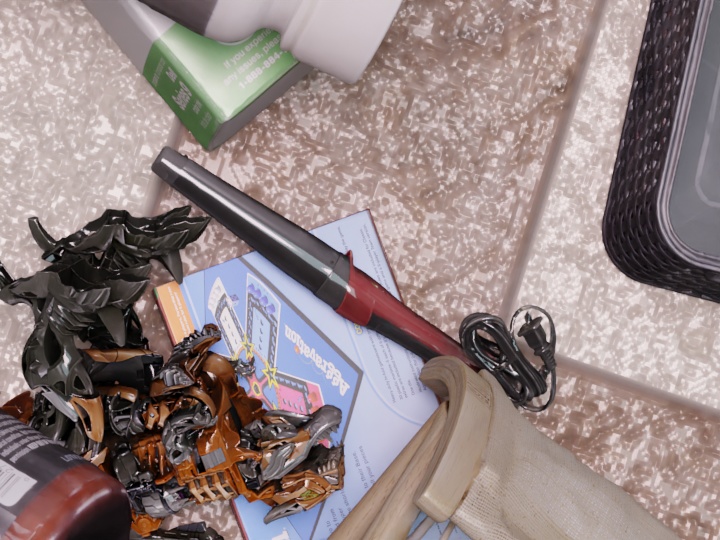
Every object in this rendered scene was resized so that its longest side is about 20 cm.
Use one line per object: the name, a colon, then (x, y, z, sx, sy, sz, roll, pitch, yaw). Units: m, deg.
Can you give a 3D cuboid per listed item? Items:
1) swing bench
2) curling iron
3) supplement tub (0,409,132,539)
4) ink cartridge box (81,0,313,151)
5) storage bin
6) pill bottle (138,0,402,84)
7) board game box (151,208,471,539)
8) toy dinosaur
swing bench: (0.064, 0.173, 0.900, 0.199, 0.130, 0.200, 37, 85, -11)
curling iron: (0.000, 0.000, 0.952, 0.199, 0.026, 0.050, 30, 118, -2)
supplement tub: (-0.197, 0.085, 0.882, 0.199, 0.107, 0.107, 27, 81, 16)
ink cartridge box: (-0.072, -0.177, 0.947, 0.145, 0.088, 0.200, -40, 90, -9)
storage bin: (0.197, -0.084, 0.977, 0.134, 0.094, 0.201, 14, 84, -7)
pill bottle: (-0.069, -0.158, 0.845, 0.199, 0.114, 0.114, 26, 82, -4)
board game box: (-0.009, 0.085, 0.969, 0.102, 0.019, 0.201, -20, 89, -11)
toy dinosaur: (-0.107, 0.053, 0.918, 0.198, 0.102, 0.137, -2, 110, -9)
